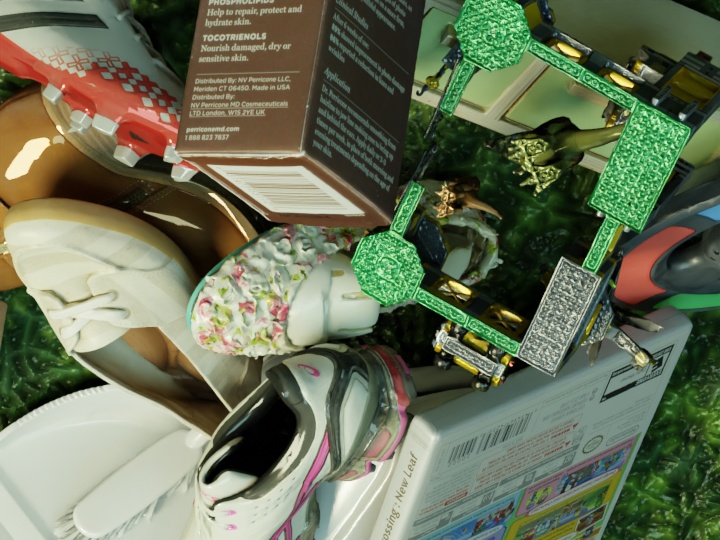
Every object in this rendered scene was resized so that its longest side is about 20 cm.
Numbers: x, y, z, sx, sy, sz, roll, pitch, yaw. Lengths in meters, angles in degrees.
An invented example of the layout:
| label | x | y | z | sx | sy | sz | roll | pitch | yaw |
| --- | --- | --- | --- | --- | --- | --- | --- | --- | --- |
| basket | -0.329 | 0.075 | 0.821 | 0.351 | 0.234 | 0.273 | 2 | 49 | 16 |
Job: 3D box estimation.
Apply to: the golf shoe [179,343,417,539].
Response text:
| label | x | y | z | sx | sy | sz | roll | pitch | yaw |
| --- | --- | --- | --- | --- | --- | --- | --- | --- | --- |
| golf shoe | -0.058 | 0.110 | 1.348 | 0.092 | 0.073 | 0.200 | 3 | 131 | -43 |

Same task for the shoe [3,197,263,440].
| label | x | y | z | sx | sy | sz | roll | pitch | yaw |
| --- | --- | --- | --- | --- | --- | --- | --- | --- | --- |
| shoe | -0.109 | 0.027 | 1.337 | 0.070 | 0.054 | 0.200 | -17 | 143 | 27 |

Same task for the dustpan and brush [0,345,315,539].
| label | x | y | z | sx | sy | sz | roll | pitch | yaw |
| --- | --- | --- | --- | --- | --- | --- | --- | --- | --- |
| dustpan and brush | -0.099 | 0.099 | 1.442 | 0.200 | 0.057 | 0.140 | -38 | 82 | -19 |

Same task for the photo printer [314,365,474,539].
| label | x | y | z | sx | sy | sz | roll | pitch | yaw |
| --- | --- | --- | --- | --- | --- | --- | --- | --- | --- |
| photo printer | 0.013 | 0.136 | 1.455 | 0.166 | 0.069 | 0.201 | 3 | 127 | -51 |

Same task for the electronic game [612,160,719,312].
| label | x | y | z | sx | sy | sz | roll | pitch | yaw |
| --- | --- | --- | --- | --- | --- | --- | --- | --- | --- |
| electronic game | 0.219 | -0.021 | 1.394 | 0.198 | 0.042 | 0.200 | -12 | 162 | -4 |

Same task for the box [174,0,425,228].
| label | x | y | z | sx | sy | sz | roll | pitch | yaw |
| --- | --- | --- | --- | --- | --- | --- | --- | --- | --- |
| box | -0.020 | -0.131 | 1.234 | 0.074 | 0.201 | 0.100 | 3 | 163 | 27 |

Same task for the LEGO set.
| label | x | y | z | sx | sy | sz | roll | pitch | yaw |
| --- | --- | --- | --- | --- | --- | --- | --- | --- | --- |
| LEGO set | 0.093 | -0.051 | 1.288 | 0.153 | 0.116 | 0.201 | 22 | 114 | 14 |

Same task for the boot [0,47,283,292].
| label | x | y | z | sx | sy | sz | roll | pitch | yaw |
| --- | --- | --- | --- | --- | --- | --- | --- | --- | --- |
| boot | -0.129 | -0.016 | 1.374 | 0.155 | 0.077 | 0.200 | -28 | 132 | 16 |

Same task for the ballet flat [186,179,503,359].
| label | x | y | z | sx | sy | sz | roll | pitch | yaw |
| --- | --- | --- | --- | --- | --- | --- | --- | --- | --- |
| ballet flat | 0.000 | 0.000 | 1.350 | 0.199 | 0.064 | 0.076 | -25 | 134 | -43 |

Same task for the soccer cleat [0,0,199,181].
| label | x | y | z | sx | sy | sz | roll | pitch | yaw |
| --- | --- | --- | --- | --- | --- | --- | --- | --- | --- |
| soccer cleat | -0.132 | -0.115 | 1.268 | 0.199 | 0.069 | 0.086 | 30 | 81 | 12 |

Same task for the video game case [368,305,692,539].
| label | x | y | z | sx | sy | sz | roll | pitch | yaw |
| --- | --- | --- | --- | --- | --- | --- | --- | --- | --- |
| video game case | 0.080 | 0.117 | 1.418 | 0.199 | 0.022 | 0.183 | -21 | 142 | -40 |

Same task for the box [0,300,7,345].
| label | x | y | z | sx | sy | sz | roll | pitch | yaw |
| --- | --- | --- | --- | --- | --- | --- | --- | --- | --- |
| box | -0.291 | 0.032 | 1.354 | 0.199 | 0.078 | 0.095 | 25 | 135 | -23 |

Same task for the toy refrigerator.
| label | x | y | z | sx | sy | sz | roll | pitch | yaw |
| --- | --- | --- | --- | --- | --- | --- | --- | --- | --- |
| toy refrigerator | 0.101 | -0.106 | 1.345 | 0.199 | 0.070 | 0.076 | 21 | 141 | -21 |
